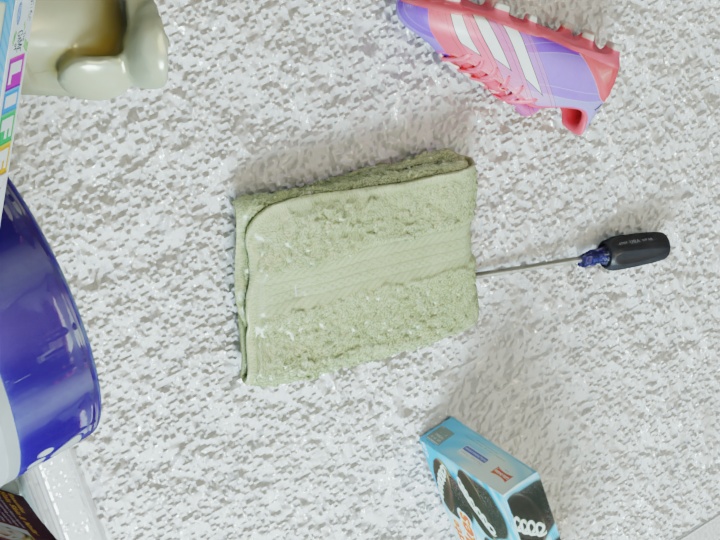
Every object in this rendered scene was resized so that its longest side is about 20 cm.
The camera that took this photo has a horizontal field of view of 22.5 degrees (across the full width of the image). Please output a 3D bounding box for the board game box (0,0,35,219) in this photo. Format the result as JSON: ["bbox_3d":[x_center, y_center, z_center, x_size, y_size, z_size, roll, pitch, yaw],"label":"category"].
[{"bbox_3d":[-0.275,-0.102,0.932,0.198,0.034,0.136,14,106,4],"label":"board game box"}]

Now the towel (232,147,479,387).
[{"bbox_3d":[0.000,0.000,1.286,0.198,0.036,0.150,-14,114,-27],"label":"towel"}]

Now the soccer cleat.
[{"bbox_3d":[0.104,-0.150,1.289,0.198,0.067,0.077,10,105,-37],"label":"soccer cleat"}]

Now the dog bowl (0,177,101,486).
[{"bbox_3d":[-0.232,0.024,1.048,0.078,0.199,0.202,-27,119,-25],"label":"dog bowl"}]

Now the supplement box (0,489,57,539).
[{"bbox_3d":[-0.289,0.173,1.117,0.199,0.110,0.086,24,94,-36],"label":"supplement box"}]

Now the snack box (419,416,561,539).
[{"bbox_3d":[0.116,0.218,1.387,0.037,0.116,0.202,-31,120,-19],"label":"snack box"}]

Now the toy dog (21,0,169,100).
[{"bbox_3d":[-0.225,-0.156,1.031,0.198,0.194,0.141,-8,90,-15],"label":"toy dog"}]

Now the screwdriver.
[{"bbox_3d":[0.156,-0.002,1.394,0.198,0.028,0.029,-14,85,-26],"label":"screwdriver"}]
